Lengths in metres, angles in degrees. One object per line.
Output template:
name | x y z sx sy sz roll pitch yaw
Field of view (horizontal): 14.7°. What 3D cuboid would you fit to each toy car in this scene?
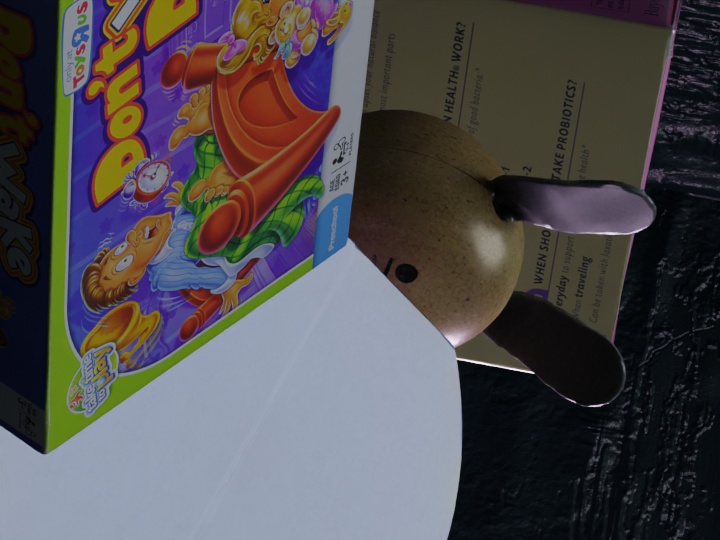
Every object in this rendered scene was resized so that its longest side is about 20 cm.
toy car | 0.000 0.000 0.986 0.165 0.199 0.158 96 6 -47

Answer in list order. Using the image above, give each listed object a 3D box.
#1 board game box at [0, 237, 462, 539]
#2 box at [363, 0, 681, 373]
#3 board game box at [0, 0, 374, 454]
board game box | -0.050 0.054 0.898 0.200 0.039 0.158 45 63 -35
box | 0.026 -0.064 1.193 0.097 0.199 0.177 -74 173 -57
board game box | -0.053 -0.064 0.763 0.134 0.045 0.201 -36 145 -39
